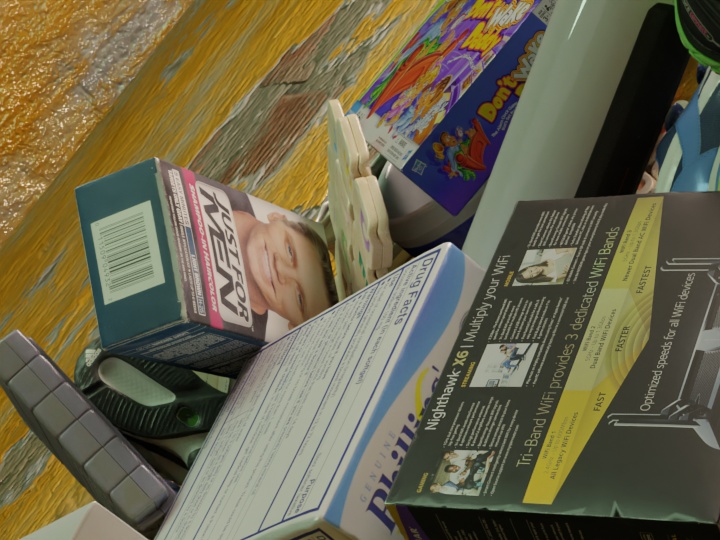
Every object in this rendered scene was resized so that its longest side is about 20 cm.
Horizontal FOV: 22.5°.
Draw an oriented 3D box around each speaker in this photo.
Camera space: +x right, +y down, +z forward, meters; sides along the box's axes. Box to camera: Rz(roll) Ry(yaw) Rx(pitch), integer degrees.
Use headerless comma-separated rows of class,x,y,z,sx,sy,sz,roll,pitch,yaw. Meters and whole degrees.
speaker,0.121,-0.075,0.991,0.081,0.081,0.200,-130,60,-72

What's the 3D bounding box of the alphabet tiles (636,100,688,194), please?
alphabet tiles,0.142,-0.018,1.083,0.196,0.015,0.200,-48,17,9

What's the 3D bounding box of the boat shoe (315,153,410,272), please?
boat shoe,0.046,-0.084,1.363,0.200,0.068,0.075,-52,18,-4

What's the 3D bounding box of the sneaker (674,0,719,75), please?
sneaker,0.238,-0.126,0.864,0.200,0.084,0.077,9,57,31

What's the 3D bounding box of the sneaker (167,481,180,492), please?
sneaker,-0.122,0.207,1.198,0.146,0.081,0.200,-22,26,38

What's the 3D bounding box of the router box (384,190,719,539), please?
router box,0.120,0.049,0.830,0.157,0.052,0.200,-1,45,32

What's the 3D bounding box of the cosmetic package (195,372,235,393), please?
cosmetic package,-0.075,0.072,1.281,0.200,0.073,0.104,-138,56,-74

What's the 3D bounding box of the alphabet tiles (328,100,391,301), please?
alphabet tiles,0.000,0.000,1.136,0.200,0.015,0.196,92,166,-54

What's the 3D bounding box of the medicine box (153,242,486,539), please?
medicine box,-0.007,0.111,0.946,0.200,0.103,0.182,-30,26,48

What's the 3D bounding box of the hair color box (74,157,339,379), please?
hair color box,-0.083,0.006,1.079,0.060,0.200,0.100,-19,73,22

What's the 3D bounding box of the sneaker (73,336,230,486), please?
sneaker,-0.089,0.117,1.145,0.076,0.200,0.115,-51,-8,-14

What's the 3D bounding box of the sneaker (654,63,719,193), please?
sneaker,0.200,-0.078,0.966,0.082,0.074,0.200,-33,23,49

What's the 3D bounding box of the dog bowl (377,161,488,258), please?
dog bowl,0.100,-0.083,1.165,0.200,0.079,0.200,-45,17,18

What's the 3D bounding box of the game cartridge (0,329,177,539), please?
game cartridge,-0.158,0.108,1.073,0.038,0.130,0.200,-47,-7,-14

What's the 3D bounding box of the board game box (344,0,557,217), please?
board game box,0.063,-0.116,1.115,0.135,0.045,0.200,-50,16,3

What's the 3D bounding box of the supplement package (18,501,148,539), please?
supplement package,-0.101,0.222,0.882,0.114,0.200,0.110,-29,27,48
